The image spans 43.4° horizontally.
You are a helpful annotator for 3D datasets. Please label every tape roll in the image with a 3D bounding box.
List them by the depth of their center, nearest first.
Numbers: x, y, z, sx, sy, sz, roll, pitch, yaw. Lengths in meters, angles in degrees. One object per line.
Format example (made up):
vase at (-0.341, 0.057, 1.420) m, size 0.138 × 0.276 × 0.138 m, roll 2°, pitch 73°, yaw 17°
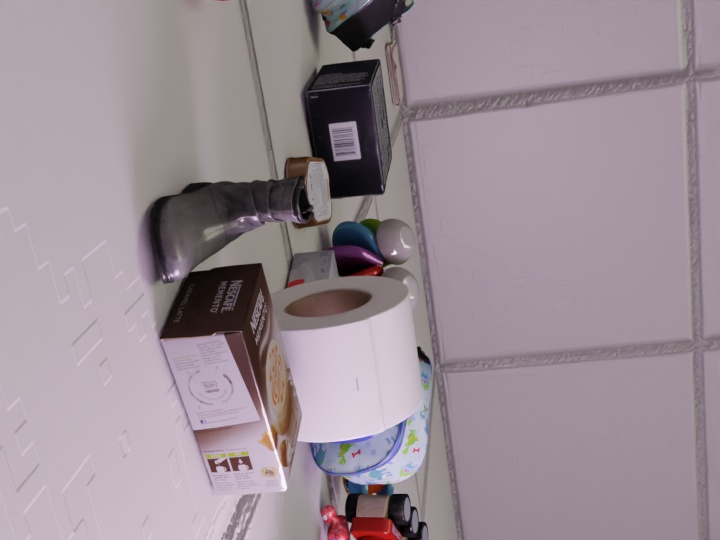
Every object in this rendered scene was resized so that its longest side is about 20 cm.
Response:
tape roll at (-0.030, 0.102, 1.098) m, size 0.203 × 0.201 × 0.141 m, roll -66°, pitch 150°, yaw -72°

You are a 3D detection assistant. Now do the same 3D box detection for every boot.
boot at (-0.117, -0.053, 0.867) m, size 0.200 × 0.130 × 0.070 m, roll -77°, pitch 160°, yaw -64°

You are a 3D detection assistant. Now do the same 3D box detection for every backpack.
backpack at (0.004, 0.207, 1.339) m, size 0.147 × 0.182 × 0.202 m, roll 32°, pitch 52°, yaw -49°
backpack at (-0.011, -0.545, 1.717) m, size 0.153 × 0.175 × 0.201 m, roll 32°, pitch 33°, yaw -39°

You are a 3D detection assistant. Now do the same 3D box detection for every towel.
towel at (0.116, -0.660, 3.016) m, size 0.133 × 0.034 × 0.202 m, roll -72°, pitch 155°, yaw -67°

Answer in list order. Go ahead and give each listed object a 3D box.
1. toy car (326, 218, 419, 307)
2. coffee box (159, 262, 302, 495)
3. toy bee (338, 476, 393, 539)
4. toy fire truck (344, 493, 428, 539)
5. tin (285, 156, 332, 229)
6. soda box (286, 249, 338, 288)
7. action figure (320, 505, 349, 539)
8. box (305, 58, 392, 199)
toy car at (0.000, 0.000, 1.585) m, size 0.149 × 0.174 × 0.202 m, roll 13°, pitch 67°, yaw -42°
coffee box at (-0.121, 0.110, 0.900) m, size 0.115 × 0.079 × 0.201 m, roll -83°, pitch 164°, yaw -56°
toy bee at (-0.003, 0.338, 1.489) m, size 0.130 × 0.200 × 0.109 m, roll 23°, pitch 23°, yaw -41°
toy fire truck at (0.049, 0.457, 1.369) m, size 0.177 × 0.127 × 0.201 m, roll 64°, pitch 29°, yaw -50°
tin at (-0.080, -0.125, 1.450) m, size 0.200 × 0.041 × 0.113 m, roll -36°, pitch 124°, yaw -80°
soda box at (-0.072, 0.054, 1.295) m, size 0.201 × 0.063 × 0.069 m, roll -83°, pitch 165°, yaw -54°
action figure at (-0.024, 0.448, 1.394) m, size 0.066 × 0.051 × 0.202 m, roll -86°, pitch 163°, yaw -71°
box at (-0.016, -0.260, 1.653) m, size 0.199 × 0.122 × 0.202 m, roll -74°, pitch 158°, yaw -64°
